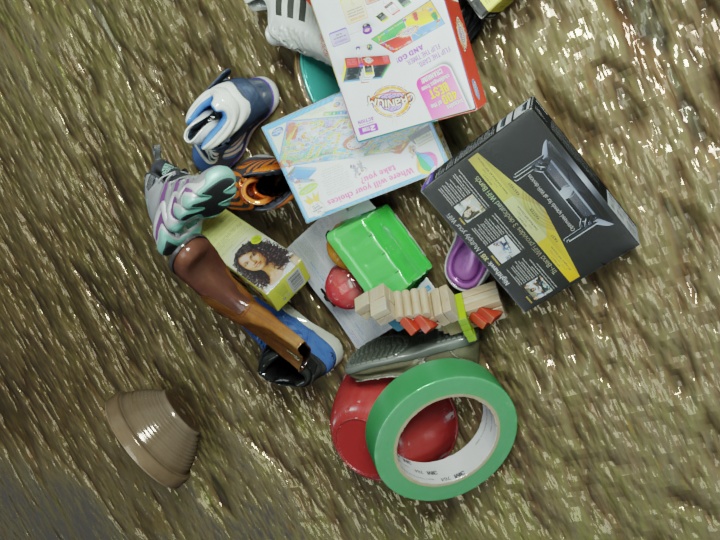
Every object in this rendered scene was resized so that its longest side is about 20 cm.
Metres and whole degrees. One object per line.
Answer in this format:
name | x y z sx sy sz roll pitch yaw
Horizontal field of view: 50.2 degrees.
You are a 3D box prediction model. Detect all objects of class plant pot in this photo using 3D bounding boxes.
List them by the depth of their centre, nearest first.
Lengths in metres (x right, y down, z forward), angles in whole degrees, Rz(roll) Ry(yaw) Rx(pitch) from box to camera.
plant pot | -0.350 0.279 1.366 0.093 0.201 0.201 -38 88 -3

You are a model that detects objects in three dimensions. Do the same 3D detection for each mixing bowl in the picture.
mixing bowl | 0.031 0.232 1.124 0.200 0.108 0.200 13 118 26

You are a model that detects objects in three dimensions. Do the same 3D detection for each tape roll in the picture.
tape roll | 0.108 0.214 1.026 0.200 0.048 0.201 -6 116 -13

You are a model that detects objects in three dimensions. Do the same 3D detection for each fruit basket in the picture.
fruit basket | 0.000 0.000 1.068 0.185 0.094 0.200 53 143 1

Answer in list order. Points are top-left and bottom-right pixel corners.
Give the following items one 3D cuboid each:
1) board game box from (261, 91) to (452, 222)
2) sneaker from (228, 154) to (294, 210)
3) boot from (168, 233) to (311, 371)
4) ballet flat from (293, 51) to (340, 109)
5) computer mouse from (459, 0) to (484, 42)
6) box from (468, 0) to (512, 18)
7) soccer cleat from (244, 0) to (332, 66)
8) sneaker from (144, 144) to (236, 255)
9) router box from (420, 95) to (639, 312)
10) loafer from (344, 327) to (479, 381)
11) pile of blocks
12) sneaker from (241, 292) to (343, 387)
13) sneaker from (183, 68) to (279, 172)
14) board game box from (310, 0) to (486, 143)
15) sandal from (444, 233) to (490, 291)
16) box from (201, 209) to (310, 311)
board game box | -0.004 -0.155 0.942 0.200 0.034 0.135 -19 105 19
sneaker | -0.146 -0.120 1.073 0.200 0.112 0.078 -15 102 36
boot | -0.159 0.051 1.039 0.200 0.068 0.188 37 157 19
ballet flat | -0.035 -0.196 1.011 0.200 0.068 0.072 54 147 -5
computer mouse | 0.042 -0.293 0.924 0.200 0.046 0.141 23 118 8
box | 0.184 -0.352 0.784 0.200 0.050 0.075 -38 88 33
soccer cleat | -0.069 -0.293 0.948 0.085 0.069 0.200 -38 72 10
sneaker | -0.254 -0.124 1.073 0.200 0.078 0.140 -39 70 41
router box | 0.193 -0.070 0.881 0.157 0.052 0.200 -35 104 28
loafer | 0.073 0.126 1.056 0.200 0.075 0.070 -14 110 22
pile of blocks | 0.093 0.064 0.975 0.200 0.062 0.082 -1 132 -2
sneaker | -0.135 0.107 1.168 0.200 0.111 0.077 30 124 18
sneaker | -0.211 -0.190 1.061 0.200 0.146 0.081 -37 89 37
board game box | 0.036 -0.255 0.837 0.153 0.040 0.200 -10 107 30
sandal | 0.150 -0.057 0.956 0.082 0.050 0.203 21 120 23
box | -0.169 -0.024 1.123 0.200 0.075 0.050 31 159 33
